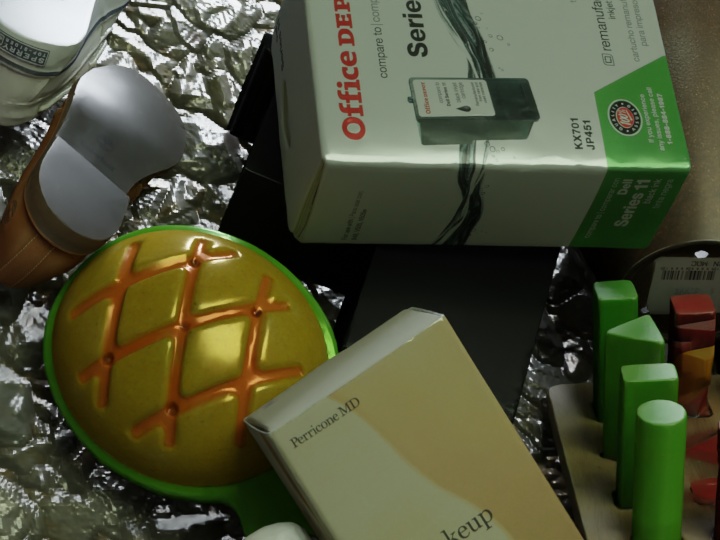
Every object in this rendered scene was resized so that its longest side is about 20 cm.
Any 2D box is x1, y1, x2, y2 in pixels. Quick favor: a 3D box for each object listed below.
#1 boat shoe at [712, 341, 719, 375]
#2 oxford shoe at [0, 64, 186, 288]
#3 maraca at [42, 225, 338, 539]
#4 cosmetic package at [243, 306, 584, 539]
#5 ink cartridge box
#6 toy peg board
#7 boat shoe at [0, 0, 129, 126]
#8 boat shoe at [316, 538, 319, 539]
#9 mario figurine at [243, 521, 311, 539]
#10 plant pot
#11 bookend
[{"bbox_3d":[0.244,0.017,1.205,0.068,0.072,0.200,4,45,-11],"label":"boat shoe"},{"bbox_3d":[-0.152,-0.054,1.040,0.071,0.071,0.200,45,28,-9],"label":"oxford shoe"},{"bbox_3d":[-0.068,0.058,0.963,0.200,0.107,0.137,37,77,13],"label":"maraca"},{"bbox_3d":[0.042,0.128,0.905,0.105,0.071,0.200,-35,99,-10],"label":"cosmetic package"},{"bbox_3d":[0.060,-0.093,1.028,0.200,0.083,0.147,0,60,-13],"label":"ink cartridge box"},{"bbox_3d":[0.211,0.080,1.024,0.199,0.098,0.200,-4,28,-1],"label":"toy peg board"},{"bbox_3d":[-0.174,-0.140,1.090,0.072,0.066,0.200,22,27,-10],"label":"boat shoe"},{"bbox_3d":[0.062,0.179,0.979,0.200,0.074,0.066,27,78,-6],"label":"boat shoe"},{"bbox_3d":[-0.076,0.185,0.868,0.200,0.124,0.106,3,42,-23],"label":"mario figurine"},{"bbox_3d":[0.190,-0.062,1.147,0.187,0.187,0.200,17,46,-18],"label":"plant pot"},{"bbox_3d":[0.000,0.000,1.066,0.198,0.092,0.200,22,54,-5],"label":"bookend"}]
